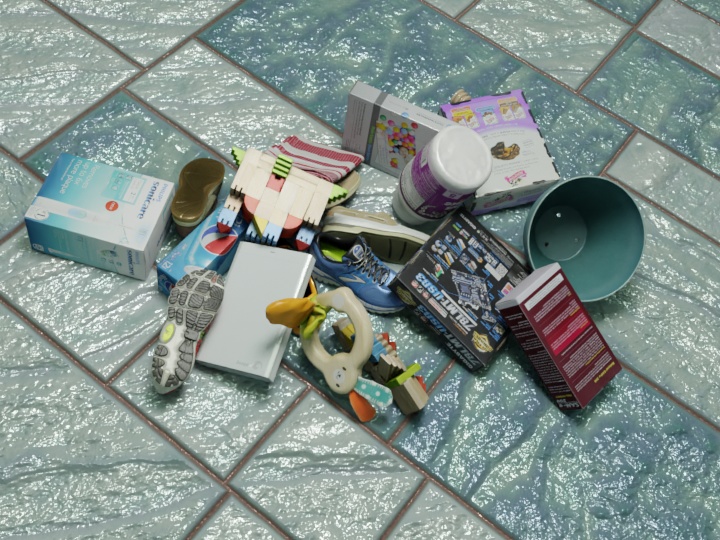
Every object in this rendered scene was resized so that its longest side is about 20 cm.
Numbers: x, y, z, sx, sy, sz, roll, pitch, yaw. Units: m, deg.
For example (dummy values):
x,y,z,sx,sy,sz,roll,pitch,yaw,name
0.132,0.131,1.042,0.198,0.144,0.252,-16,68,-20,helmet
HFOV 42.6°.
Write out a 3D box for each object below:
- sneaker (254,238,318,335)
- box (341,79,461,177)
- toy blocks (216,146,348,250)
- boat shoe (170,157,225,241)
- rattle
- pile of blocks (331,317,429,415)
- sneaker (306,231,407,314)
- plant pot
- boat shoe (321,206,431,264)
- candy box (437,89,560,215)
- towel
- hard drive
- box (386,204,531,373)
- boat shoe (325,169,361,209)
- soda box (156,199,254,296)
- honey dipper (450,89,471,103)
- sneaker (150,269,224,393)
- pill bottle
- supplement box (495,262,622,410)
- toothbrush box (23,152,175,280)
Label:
x,y,z,sx,sy,sz,roll,pitch,yaw,name
-0.114,0.005,1.481,0.077,0.078,0.201,-22,60,-20,sneaker
0.067,-0.231,1.625,0.198,0.157,0.041,24,56,7,box
-0.136,-0.098,1.461,0.198,0.100,0.138,23,72,-5,toy blocks
-0.277,-0.121,1.550,0.072,0.065,0.201,15,36,0,boat shoe
-0.042,0.131,1.336,0.129,0.143,0.203,-15,85,15,rattle
0.043,0.130,1.414,0.062,0.083,0.200,-33,66,-27,pile of blocks
0.000,0.000,1.493,0.198,0.090,0.079,24,56,8,sneaker
0.356,-0.057,1.546,0.197,0.135,0.203,-1,96,-7,plant pot
0.035,-0.065,1.553,0.197,0.075,0.069,13,52,-5,boat shoe
0.244,-0.214,1.671,0.165,0.072,0.202,-12,66,-12,candy box
-0.083,-0.193,1.586,0.142,0.023,0.200,18,22,11,towel
-0.159,0.060,1.410,0.130,0.026,0.202,10,69,23,hard drive
0.173,0.027,1.494,0.200,0.050,0.199,43,59,-1,box
-0.083,-0.137,1.573,0.199,0.066,0.072,-29,25,-28,boat shoe
-0.239,-0.035,1.493,0.064,0.068,0.200,32,56,14,soda box
0.251,-0.269,1.755,0.038,0.038,0.200,-34,69,-28,honey dipper
-0.267,0.090,1.388,0.076,0.085,0.202,24,65,-5,sneaker
0.128,-0.150,1.541,0.111,0.200,0.114,7,69,-20,pill bottle
0.309,0.104,1.435,0.108,0.061,0.201,-35,95,-28,supplement box
-0.415,-0.088,1.493,0.197,0.086,0.148,17,54,1,toothbrush box
